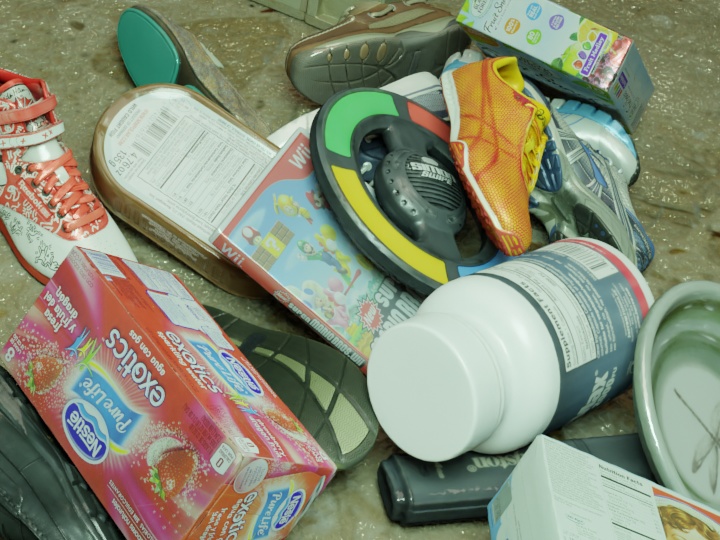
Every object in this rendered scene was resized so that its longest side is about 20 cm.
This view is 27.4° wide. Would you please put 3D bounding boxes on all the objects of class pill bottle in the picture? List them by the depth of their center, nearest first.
[{"bbox_3d":[0.101,0.055,0.988,0.119,0.120,0.199,39,36,27],"label":"pill bottle"}]

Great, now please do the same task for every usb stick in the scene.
[{"bbox_3d":[0.111,0.139,0.988,0.198,0.033,0.056,-3,44,-16],"label":"usb stick"}]

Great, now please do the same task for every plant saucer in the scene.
[{"bbox_3d":[0.243,0.108,1.005,0.199,0.050,0.202,20,58,-34],"label":"plant saucer"}]

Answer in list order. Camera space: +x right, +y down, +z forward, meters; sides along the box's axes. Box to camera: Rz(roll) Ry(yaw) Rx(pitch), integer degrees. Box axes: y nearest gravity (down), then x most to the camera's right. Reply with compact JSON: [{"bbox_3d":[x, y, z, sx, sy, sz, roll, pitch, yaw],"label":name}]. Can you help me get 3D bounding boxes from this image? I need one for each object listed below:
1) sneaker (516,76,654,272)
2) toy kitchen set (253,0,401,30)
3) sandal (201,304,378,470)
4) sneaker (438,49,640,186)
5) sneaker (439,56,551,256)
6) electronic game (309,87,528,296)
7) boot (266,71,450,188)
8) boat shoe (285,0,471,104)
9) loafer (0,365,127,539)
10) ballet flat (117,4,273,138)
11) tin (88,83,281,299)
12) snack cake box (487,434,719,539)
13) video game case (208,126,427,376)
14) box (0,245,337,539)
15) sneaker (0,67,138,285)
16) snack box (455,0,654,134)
[{"bbox_3d":[0.168,-0.071,1.194,0.085,0.077,0.201,-13,70,-46],"label":"sneaker"},{"bbox_3d":[-0.007,-0.352,1.405,0.179,0.164,0.200,23,42,11],"label":"toy kitchen set"},{"bbox_3d":[-0.066,0.081,0.996,0.200,0.058,0.080,24,46,35],"label":"sandal"},{"bbox_3d":[0.140,-0.109,1.255,0.199,0.075,0.087,26,56,20],"label":"sneaker"},{"bbox_3d":[0.106,-0.094,1.091,0.077,0.073,0.201,-16,47,11],"label":"sneaker"},{"bbox_3d":[0.046,-0.057,1.103,0.199,0.042,0.201,26,39,-24],"label":"electronic game"},{"bbox_3d":[0.003,-0.086,1.188,0.199,0.073,0.091,-27,74,-21],"label":"boot"},{"bbox_3d":[0.009,-0.196,1.295,0.199,0.076,0.072,-15,50,-41],"label":"boat shoe"},{"bbox_3d":[-0.203,0.136,0.896,0.070,0.068,0.201,-41,65,-5],"label":"loafer"},{"bbox_3d":[-0.135,-0.150,1.235,0.067,0.068,0.200,-1,45,-45],"label":"ballet flat"},{"bbox_3d":[-0.111,-0.060,1.103,0.199,0.042,0.112,33,69,2],"label":"tin"},{"bbox_3d":[0.178,0.189,0.870,0.199,0.067,0.115,25,27,-14],"label":"snack cake box"},{"bbox_3d":[0.000,0.000,1.065,0.200,0.017,0.143,40,43,-6],"label":"video game case"},{"bbox_3d":[-0.122,0.087,0.914,0.200,0.096,0.099,46,16,32],"label":"box"},{"bbox_3d":[-0.230,-0.067,1.073,0.067,0.109,0.201,-27,55,-36],"label":"sneaker"},{"bbox_3d":[0.171,-0.183,1.264,0.141,0.053,0.200,27,3,16],"label":"snack box"}]
